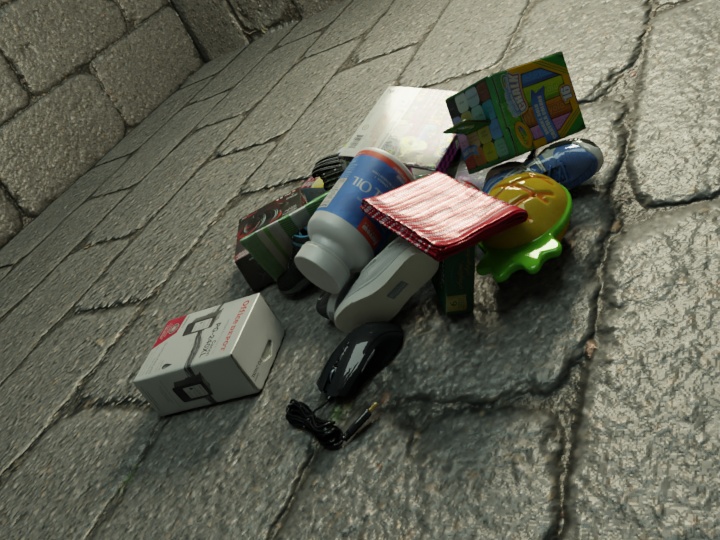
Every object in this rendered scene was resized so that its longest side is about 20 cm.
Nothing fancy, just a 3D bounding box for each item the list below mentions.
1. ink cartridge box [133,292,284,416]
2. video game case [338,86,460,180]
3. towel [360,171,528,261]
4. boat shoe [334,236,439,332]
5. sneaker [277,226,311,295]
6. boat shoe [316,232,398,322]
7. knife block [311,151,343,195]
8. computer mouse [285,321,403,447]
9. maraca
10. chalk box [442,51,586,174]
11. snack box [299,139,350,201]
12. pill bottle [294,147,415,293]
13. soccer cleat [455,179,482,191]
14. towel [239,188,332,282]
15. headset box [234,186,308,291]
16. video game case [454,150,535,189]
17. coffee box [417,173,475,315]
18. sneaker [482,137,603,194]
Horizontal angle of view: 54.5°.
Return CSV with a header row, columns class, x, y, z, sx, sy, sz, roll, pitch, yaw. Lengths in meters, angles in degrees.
class,x,y,z,sx,sy,sz,roll,pitch,yaw
ink cartridge box,-0.233,0.131,1.094,0.196,0.084,0.147,-17,31,25
video game case,0.084,-0.229,1.156,0.177,0.036,0.202,11,52,28
towel,0.102,-0.079,0.903,0.142,0.023,0.199,-23,32,-21
boat shoe,0.031,0.011,0.968,0.201,0.071,0.070,-49,30,37
sneaker,-0.085,-0.030,1.162,0.199,0.082,0.074,-37,10,39
boat shoe,0.000,0.000,1.097,0.065,0.070,0.202,8,55,47
knife block,0.013,-0.197,1.250,0.199,0.065,0.174,-38,33,-18
computer mouse,-0.008,0.135,0.907,0.199,0.047,0.139,-41,29,-17
maraca,0.213,-0.057,0.925,0.135,0.108,0.202,-18,31,30
chalk box,0.218,-0.231,1.061,0.197,0.127,0.124,-24,6,-25
snack box,0.000,-0.201,1.402,0.166,0.069,0.200,5,44,49
pill bottle,-0.009,-0.071,1.025,0.111,0.113,0.202,8,58,49
soccer cleat,0.120,-0.117,1.109,0.200,0.083,0.071,-147,69,-65
towel,-0.087,-0.059,1.190,0.196,0.153,0.024,-27,55,6
headset box,-0.157,-0.058,1.322,0.146,0.076,0.201,-27,28,8
video game case,0.230,-0.183,1.201,0.140,0.019,0.202,-15,34,29
coffee box,0.117,-0.042,0.982,0.043,0.126,0.201,-5,28,-4
sneaker,0.263,-0.130,1.029,0.197,0.076,0.077,-20,24,42
